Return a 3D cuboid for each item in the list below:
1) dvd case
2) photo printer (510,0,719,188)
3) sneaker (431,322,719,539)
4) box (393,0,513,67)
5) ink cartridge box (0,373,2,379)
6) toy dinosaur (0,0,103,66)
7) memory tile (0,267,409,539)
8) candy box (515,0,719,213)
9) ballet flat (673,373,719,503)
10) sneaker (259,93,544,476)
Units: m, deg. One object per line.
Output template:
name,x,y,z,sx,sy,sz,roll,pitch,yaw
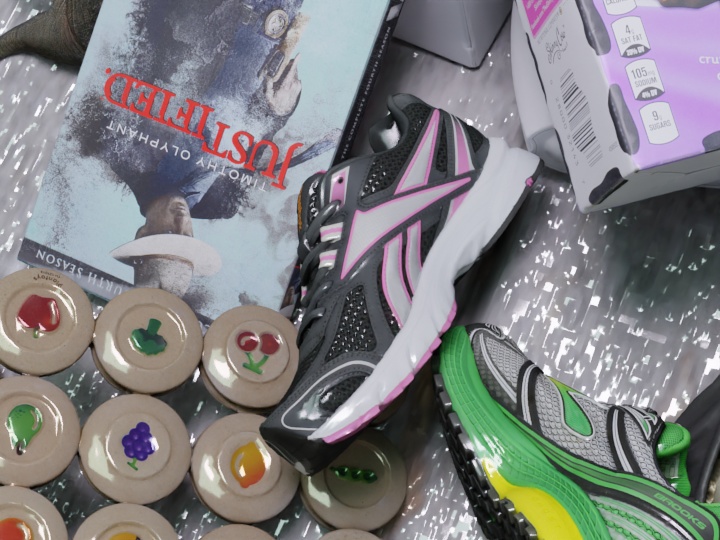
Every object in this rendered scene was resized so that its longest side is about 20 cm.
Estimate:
dvd case,-0.072,-0.073,0.808,0.145,0.022,0.202,23,97,19
photo printer,0.171,-0.119,0.797,0.198,0.070,0.168,5,68,11
sneaker,0.089,0.083,0.698,0.085,0.079,0.200,-23,36,-9
box,0.049,-0.233,0.827,0.106,0.153,0.201,24,72,19
ink cartridge box,-0.248,0.132,0.762,0.198,0.075,0.166,-20,65,0
toy dinosaur,-0.123,-0.154,0.863,0.200,0.077,0.102,-41,89,2
memory tile,-0.074,0.081,0.739,0.198,0.017,0.155,10,65,-13
candy box,0.146,-0.144,0.695,0.166,0.072,0.202,-15,80,-12
ballet flat,0.185,0.043,0.695,0.201,0.068,0.068,-61,33,12
sneaker,0.000,0.000,0.748,0.086,0.080,0.201,35,50,-2
